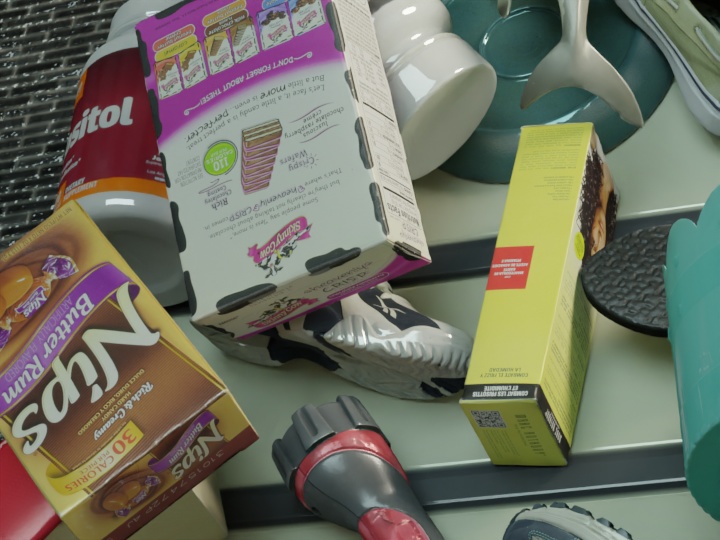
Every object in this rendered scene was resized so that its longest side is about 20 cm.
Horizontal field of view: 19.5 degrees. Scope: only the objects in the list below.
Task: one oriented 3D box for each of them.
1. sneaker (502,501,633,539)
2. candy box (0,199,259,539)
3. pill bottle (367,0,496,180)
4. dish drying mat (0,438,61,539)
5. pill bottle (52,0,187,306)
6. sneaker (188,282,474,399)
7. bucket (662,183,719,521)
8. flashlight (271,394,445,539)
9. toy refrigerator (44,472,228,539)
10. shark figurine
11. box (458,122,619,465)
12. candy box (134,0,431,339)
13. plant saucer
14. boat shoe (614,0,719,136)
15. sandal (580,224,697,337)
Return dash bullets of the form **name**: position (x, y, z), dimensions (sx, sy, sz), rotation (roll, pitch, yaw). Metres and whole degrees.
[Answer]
- **sneaker**: position (0.140, 0.192, 1.081), dimensions (0.200, 0.078, 0.086), rotation (29, 73, 38)
- **candy box**: position (-0.159, 0.059, 1.206), dimensions (0.117, 0.057, 0.200), rotation (-38, 50, -7)
- **pill bottle**: position (-0.014, -0.156, 1.340), dimensions (0.113, 0.113, 0.200), rotation (-41, 67, -10)
- **dish drying mat**: position (-0.201, 0.130, 1.219), dimensions (0.200, 0.018, 0.077), rotation (-44, 51, -13)
- **pill bottle**: position (-0.139, -0.084, 1.395), dimensions (0.113, 0.113, 0.200), rotation (-9, 51, 18)
- **sneaker**: position (0.000, 0.000, 1.289), dimensions (0.199, 0.079, 0.130), rotation (6, 65, 40)
- **bucket**: position (0.254, 0.048, 1.064), dimensions (0.207, 0.207, 0.135), rotation (-6, 54, 20)
- **flashlight**: position (0.019, 0.157, 1.168), dimensions (0.068, 0.068, 0.200), rotation (-31, 47, -3)
- **toy refrigerator**: position (-0.189, 0.151, 1.259), dimensions (0.200, 0.076, 0.070), rotation (-23, 48, 7)
- **shark figurine**: position (0.137, -0.187, 1.307), dimensions (0.089, 0.128, 0.215), rotation (6, 30, -17)
- **box**: position (0.109, 0.012, 1.236), dimensions (0.050, 0.075, 0.200), rotation (0, 55, 24)
- **candy box**: position (-0.048, -0.077, 1.240), dimensions (0.136, 0.061, 0.201), rotation (-22, 67, 24)
- **plant saucer**: position (0.112, -0.145, 1.388), dimensions (0.200, 0.027, 0.201), rotation (-13, 50, 15)
- **boat shoe**: position (0.214, -0.171, 1.325), dimensions (0.072, 0.062, 0.200), rotation (-7, 50, -24)
- **sandal**: position (0.229, 0.011, 1.209), dimensions (0.200, 0.048, 0.075), rotation (-5, 50, 5)
